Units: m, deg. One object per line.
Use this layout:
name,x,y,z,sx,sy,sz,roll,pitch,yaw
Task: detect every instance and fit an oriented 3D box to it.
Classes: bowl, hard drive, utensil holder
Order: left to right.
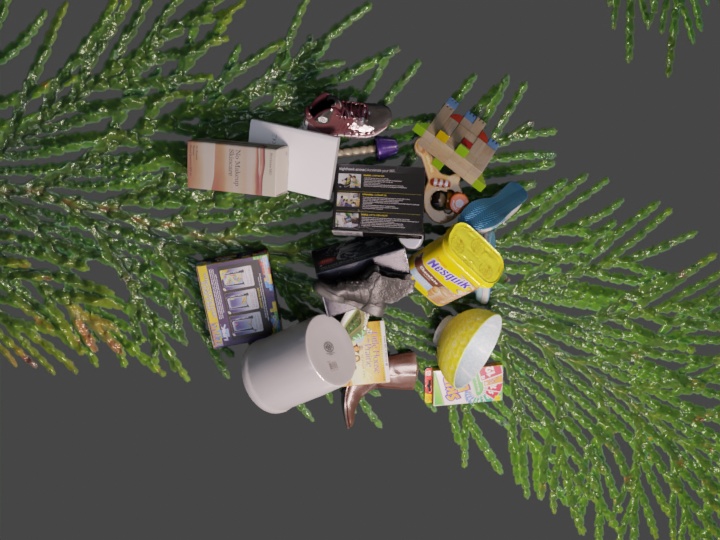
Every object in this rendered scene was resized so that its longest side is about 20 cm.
hard drive,-0.148,-0.240,1.495,0.197,0.026,0.134,14,108,11
utensil holder,-0.132,0.201,1.511,0.198,0.171,0.171,-27,111,34
bowl,0.236,0.167,1.647,0.107,0.199,0.203,30,103,28

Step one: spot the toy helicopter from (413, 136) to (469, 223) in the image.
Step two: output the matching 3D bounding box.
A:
toy helicopter,0.159,-0.202,1.573,0.130,0.079,0.203,-20,97,8

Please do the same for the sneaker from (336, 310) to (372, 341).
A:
sneaker,-0.015,0.138,1.607,0.088,0.077,0.202,28,81,-11

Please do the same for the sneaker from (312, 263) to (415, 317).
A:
sneaker,0.008,0.026,1.425,0.197,0.060,0.105,22,103,-18

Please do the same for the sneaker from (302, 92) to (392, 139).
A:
sneaker,-0.027,-0.332,1.468,0.196,0.116,0.077,-10,73,-4

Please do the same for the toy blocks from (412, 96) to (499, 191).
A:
toy blocks,0.223,-0.288,1.524,0.199,0.100,0.137,37,58,-1

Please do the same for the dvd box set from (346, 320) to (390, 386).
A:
dvd box set,-0.034,0.200,1.641,0.196,0.029,0.149,-4,79,-6

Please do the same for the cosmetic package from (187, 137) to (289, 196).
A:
cosmetic package,-0.256,-0.218,1.464,0.196,0.087,0.105,5,105,10

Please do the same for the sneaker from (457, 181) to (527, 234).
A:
sneaker,0.290,-0.124,1.559,0.198,0.081,0.077,-27,72,-30

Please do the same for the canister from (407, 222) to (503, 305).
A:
canister,0.200,-0.007,1.541,0.148,0.200,0.087,41,59,-10

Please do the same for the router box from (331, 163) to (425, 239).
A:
router box,0.040,-0.149,1.503,0.196,0.051,0.152,4,82,4

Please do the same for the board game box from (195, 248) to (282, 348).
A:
board game box,-0.273,0.064,1.589,0.162,0.057,0.204,-9,107,-3

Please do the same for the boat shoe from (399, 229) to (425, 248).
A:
boat shoe,0.085,-0.142,1.571,0.070,0.066,0.201,-37,85,24

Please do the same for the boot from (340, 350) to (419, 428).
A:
boot,0.052,0.291,1.696,0.196,0.064,0.190,-2,105,-10

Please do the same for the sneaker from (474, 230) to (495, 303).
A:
sneaker,0.249,-0.013,1.635,0.128,0.080,0.203,6,127,17

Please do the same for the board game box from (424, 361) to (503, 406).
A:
board game box,0.258,0.284,1.740,0.196,0.030,0.097,-3,106,-4

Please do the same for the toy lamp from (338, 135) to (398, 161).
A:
toy lamp,-0.016,-0.259,1.530,0.196,0.058,0.059,-10,107,-5

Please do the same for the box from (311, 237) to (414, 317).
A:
box,0.000,0.000,1.541,0.197,0.182,0.106,-16,107,-3
